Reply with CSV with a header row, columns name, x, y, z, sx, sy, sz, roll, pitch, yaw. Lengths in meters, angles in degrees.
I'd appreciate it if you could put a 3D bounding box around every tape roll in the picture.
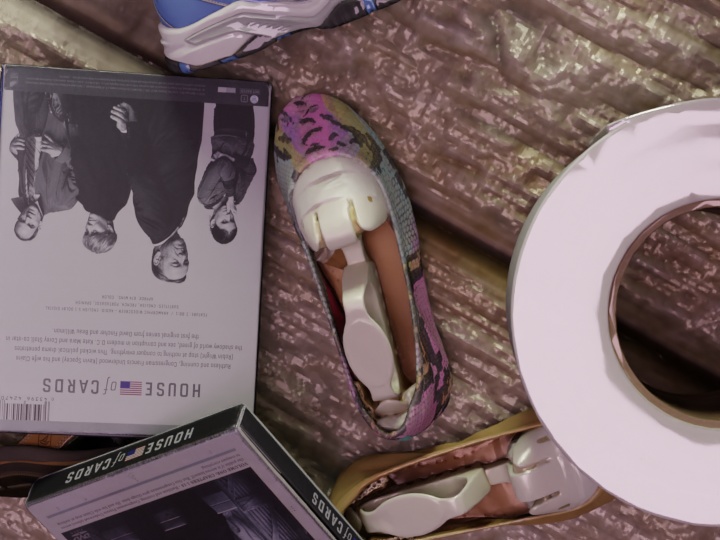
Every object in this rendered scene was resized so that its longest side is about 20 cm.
name,x,y,z,sx,sy,sz,roll,pitch,yaw
tape roll,0.173,0.018,0.868,0.201,0.139,0.204,0,91,4

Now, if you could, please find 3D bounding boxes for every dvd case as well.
name,x,y,z,sx,sy,sz,roll,pitch,yaw
dvd case,-0.128,-0.009,0.957,0.149,0.025,0.201,3,90,-9
dvd case,-0.068,0.168,0.964,0.150,0.025,0.200,-22,121,28

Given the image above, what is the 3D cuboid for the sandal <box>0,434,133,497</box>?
name,x,y,z,sx,sy,sz,roll,pitch,yaw
sandal,-0.164,0.104,1.016,0.199,0.082,0.055,-4,72,21

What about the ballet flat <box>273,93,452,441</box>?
name,x,y,z,sx,sy,sz,roll,pitch,yaw
ballet flat,0.000,0.000,0.953,0.069,0.071,0.201,-16,98,15

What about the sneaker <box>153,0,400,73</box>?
name,x,y,z,sx,sy,sz,roll,pitch,yaw
sneaker,-0.025,-0.169,0.920,0.199,0.076,0.077,-17,102,13

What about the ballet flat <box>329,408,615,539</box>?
name,x,y,z,sx,sy,sz,roll,pitch,yaw
ballet flat,0.076,0.121,0.967,0.199,0.063,0.069,-18,98,14
